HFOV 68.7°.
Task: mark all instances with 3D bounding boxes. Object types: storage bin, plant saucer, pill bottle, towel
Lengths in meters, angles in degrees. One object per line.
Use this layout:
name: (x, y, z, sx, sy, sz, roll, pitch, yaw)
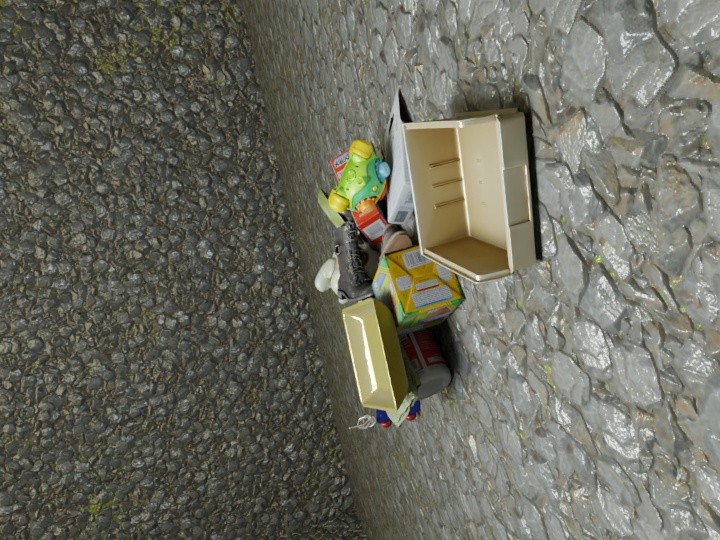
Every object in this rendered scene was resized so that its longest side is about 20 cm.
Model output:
storage bin: (0.147, -0.109, 0.727, 0.198, 0.092, 0.205, -140, 38, -69)
plant saucer: (-0.062, -0.146, 1.503, 0.201, 0.031, 0.200, 52, -175, -6)
pill bottle: (0.110, 0.166, 1.140, 0.113, 0.110, 0.203, 95, 157, -56)
towel: (0.058, 0.204, 1.086, 0.150, 0.036, 0.202, 109, 145, -44)
plant saucer: (0.031, 0.160, 1.015, 0.200, 0.047, 0.205, 150, 109, -70)

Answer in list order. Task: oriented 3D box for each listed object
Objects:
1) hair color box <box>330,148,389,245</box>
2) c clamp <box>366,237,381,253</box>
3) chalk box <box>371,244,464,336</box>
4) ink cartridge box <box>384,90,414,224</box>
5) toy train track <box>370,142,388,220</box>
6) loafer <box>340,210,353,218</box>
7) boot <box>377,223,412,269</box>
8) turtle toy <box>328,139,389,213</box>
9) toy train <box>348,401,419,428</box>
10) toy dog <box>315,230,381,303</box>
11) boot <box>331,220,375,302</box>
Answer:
hair color box: (0.004, -0.175, 1.249, 0.111, 0.063, 0.203, 43, -159, -59)
c clamp: (0.025, -0.123, 1.379, 0.172, 0.026, 0.204, 104, 150, -64)
chalk box: (0.101, 0.048, 1.029, 0.201, 0.122, 0.126, 105, 148, -67)
ink cartridge box: (0.084, -0.218, 1.031, 0.163, 0.056, 0.205, 110, 163, -69)
toy train track: (0.040, -0.200, 1.220, 0.115, 0.032, 0.204, 116, 137, -71)
loafer: (-0.033, -0.203, 1.459, 0.201, 0.071, 0.072, -115, 44, -66)
boot: (0.071, -0.049, 1.148, 0.203, 0.068, 0.148, 101, 172, -45)
turtle toy: (0.004, -0.183, 1.082, 0.200, 0.099, 0.148, -108, 43, -76)
toy train: (0.051, 0.353, 1.412, 0.116, 0.195, 0.086, -120, 19, -61)
toy dog: (0.000, 0.000, 1.341, 0.199, 0.138, 0.198, 5, 69, 65)
boot: (-0.016, -0.023, 1.182, 0.199, 0.068, 0.179, 0, 96, 60)
